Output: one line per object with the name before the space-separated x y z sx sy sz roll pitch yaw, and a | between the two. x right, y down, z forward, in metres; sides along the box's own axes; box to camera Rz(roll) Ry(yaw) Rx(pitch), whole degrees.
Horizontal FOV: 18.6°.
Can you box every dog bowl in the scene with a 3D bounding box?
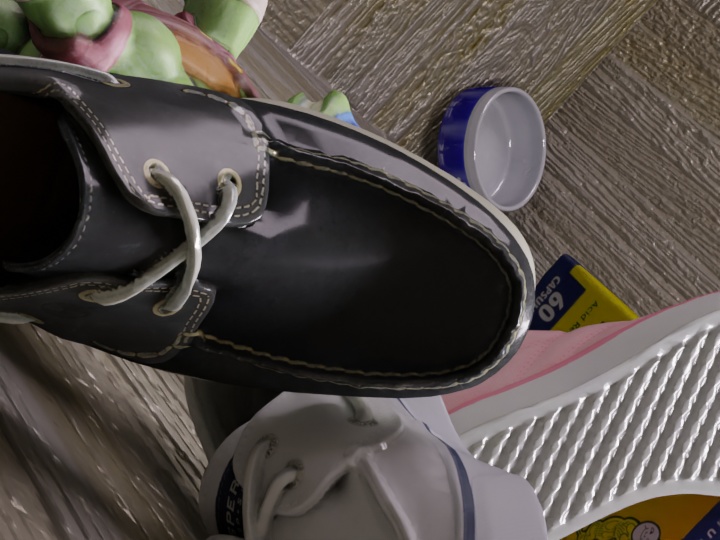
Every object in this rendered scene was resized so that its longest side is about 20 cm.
dog bowl | 0.213 -0.197 3.561 0.079 0.201 0.200 5 -22 39

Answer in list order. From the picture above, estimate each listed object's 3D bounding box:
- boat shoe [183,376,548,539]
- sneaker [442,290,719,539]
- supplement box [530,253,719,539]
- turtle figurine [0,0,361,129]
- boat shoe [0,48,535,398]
boat shoe | -0.008 0.063 0.544 0.065 0.074 0.200 12 11 -16
sneaker | 0.086 0.045 0.792 0.105 0.200 0.076 -151 -133 -66
supplement box | 0.120 0.101 0.896 0.109 0.109 0.200 39 6 -35
turtle figurine | -0.078 -0.096 0.576 0.193 0.201 0.144 13 34 9
boat shoe | -0.054 -0.009 0.489 0.199 0.072 0.068 17 13 -12
